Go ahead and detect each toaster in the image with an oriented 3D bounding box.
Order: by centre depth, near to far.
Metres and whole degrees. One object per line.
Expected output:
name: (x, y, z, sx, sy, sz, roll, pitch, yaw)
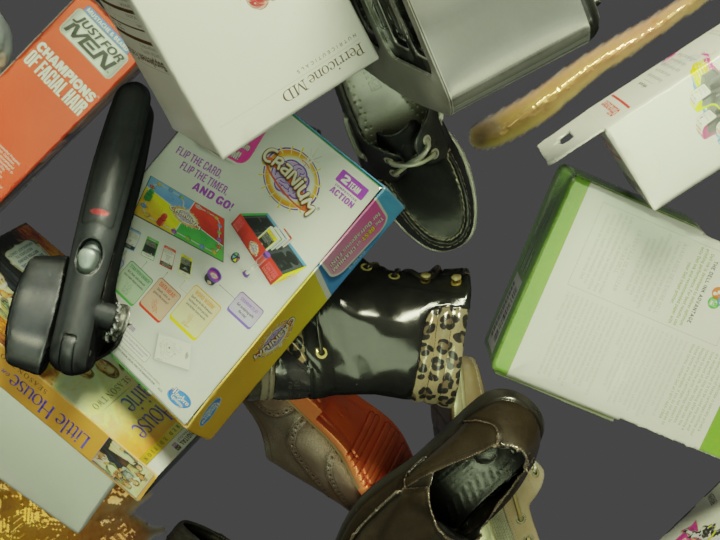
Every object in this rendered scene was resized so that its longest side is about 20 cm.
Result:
toaster: (0.046, -0.202, 0.998, 0.118, 0.181, 0.201, -30, 117, -9)

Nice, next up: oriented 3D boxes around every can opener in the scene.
can opener: (-0.168, -0.027, 1.045, 0.078, 0.063, 0.201, 17, 77, -7)

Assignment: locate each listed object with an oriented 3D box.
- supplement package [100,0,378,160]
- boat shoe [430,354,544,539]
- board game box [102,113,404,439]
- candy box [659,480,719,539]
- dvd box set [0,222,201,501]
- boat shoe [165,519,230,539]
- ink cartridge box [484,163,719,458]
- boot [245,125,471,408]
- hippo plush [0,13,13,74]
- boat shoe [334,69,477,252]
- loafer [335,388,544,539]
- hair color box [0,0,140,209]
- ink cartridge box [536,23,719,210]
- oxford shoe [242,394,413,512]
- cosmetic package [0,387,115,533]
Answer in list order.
supplement package: (-0.098, -0.190, 0.989, 0.121, 0.120, 0.201, -34, 113, -10)
boat shoe: (0.097, 0.151, 1.179, 0.065, 0.072, 0.201, -14, 100, -8)
board game box: (-0.091, -0.014, 1.074, 0.153, 0.040, 0.200, 41, 91, 27)
candy box: (0.231, 0.244, 1.156, 0.061, 0.136, 0.200, 43, 98, -8)
dvd box set: (-0.193, 0.058, 1.114, 0.200, 0.146, 0.029, 40, 114, 3)
boat shoe: (-0.060, 0.242, 1.196, 0.199, 0.075, 0.074, 21, 101, -4)
ink cartridge box: (0.207, 0.033, 1.148, 0.199, 0.076, 0.149, 22, 100, -4)
boot: (0.000, 0.000, 1.124, 0.149, 0.073, 0.201, 8, 68, -3)
hippo plush: (-0.330, -0.172, 1.110, 0.160, 0.159, 0.201, -34, 116, -23)
boat shoe: (0.026, -0.102, 1.133, 0.073, 0.060, 0.201, -21, 100, 4)
loafer: (0.046, 0.165, 1.108, 0.073, 0.071, 0.200, 36, 105, -8)
hair color box: (-0.227, -0.103, 1.115, 0.064, 0.111, 0.200, 44, 99, -8)
ink cartridge box: (0.222, -0.106, 1.100, 0.199, 0.115, 0.068, -33, 98, 8)
oxford shoe: (-0.021, 0.130, 1.187, 0.073, 0.071, 0.201, -28, 102, 33)
cosmetic package: (-0.248, 0.084, 1.154, 0.199, 0.108, 0.085, 35, 100, -7)
